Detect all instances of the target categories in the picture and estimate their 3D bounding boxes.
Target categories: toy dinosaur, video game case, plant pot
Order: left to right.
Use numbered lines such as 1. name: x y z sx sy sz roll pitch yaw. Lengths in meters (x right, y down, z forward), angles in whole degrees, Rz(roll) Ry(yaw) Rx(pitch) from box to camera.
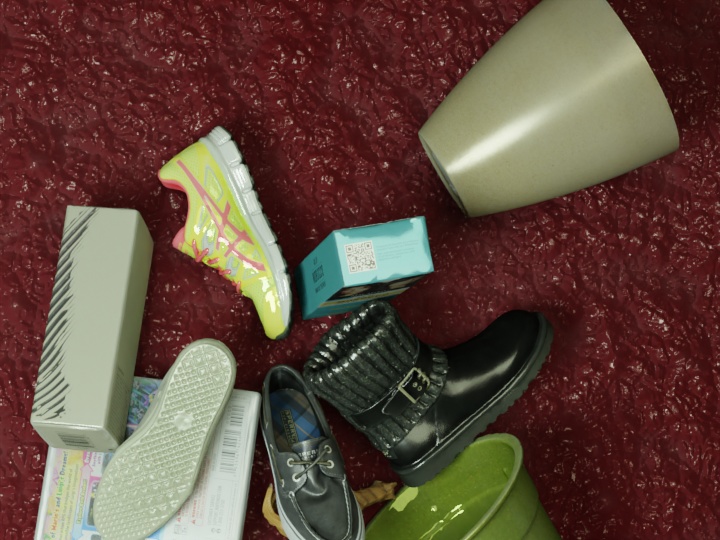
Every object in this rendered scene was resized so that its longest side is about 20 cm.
1. video game case: -0.189 0.195 1.644 0.180 0.024 0.202 7 80 6
2. toy dinosaur: -0.035 0.228 1.639 0.105 0.061 0.200 9 35 26
3. plant pot: 0.117 0.282 1.650 0.200 0.200 0.190 -42 104 -15
4. plant pot: 0.159 -0.141 1.729 0.199 0.187 0.188 -31 88 -1

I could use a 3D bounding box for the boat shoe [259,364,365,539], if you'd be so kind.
1. boat shoe: -0.045 0.164 1.629 0.069 0.067 0.201 -12 48 -7

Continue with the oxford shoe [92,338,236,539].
1. oxford shoe: -0.164 0.146 1.613 0.075 0.058 0.201 28 97 -4

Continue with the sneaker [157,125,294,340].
1. sneaker: -0.121 -0.024 1.696 0.090 0.078 0.201 -23 81 -6

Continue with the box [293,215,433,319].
1. box: 0.000 0.000 1.646 0.082 0.200 0.050 -10 83 -13

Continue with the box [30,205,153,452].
1. box: -0.231 0.051 1.629 0.068 0.082 0.202 4 68 6

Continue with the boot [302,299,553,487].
1. boot: 0.064 0.074 1.688 0.211 0.079 0.158 -45 111 -14
